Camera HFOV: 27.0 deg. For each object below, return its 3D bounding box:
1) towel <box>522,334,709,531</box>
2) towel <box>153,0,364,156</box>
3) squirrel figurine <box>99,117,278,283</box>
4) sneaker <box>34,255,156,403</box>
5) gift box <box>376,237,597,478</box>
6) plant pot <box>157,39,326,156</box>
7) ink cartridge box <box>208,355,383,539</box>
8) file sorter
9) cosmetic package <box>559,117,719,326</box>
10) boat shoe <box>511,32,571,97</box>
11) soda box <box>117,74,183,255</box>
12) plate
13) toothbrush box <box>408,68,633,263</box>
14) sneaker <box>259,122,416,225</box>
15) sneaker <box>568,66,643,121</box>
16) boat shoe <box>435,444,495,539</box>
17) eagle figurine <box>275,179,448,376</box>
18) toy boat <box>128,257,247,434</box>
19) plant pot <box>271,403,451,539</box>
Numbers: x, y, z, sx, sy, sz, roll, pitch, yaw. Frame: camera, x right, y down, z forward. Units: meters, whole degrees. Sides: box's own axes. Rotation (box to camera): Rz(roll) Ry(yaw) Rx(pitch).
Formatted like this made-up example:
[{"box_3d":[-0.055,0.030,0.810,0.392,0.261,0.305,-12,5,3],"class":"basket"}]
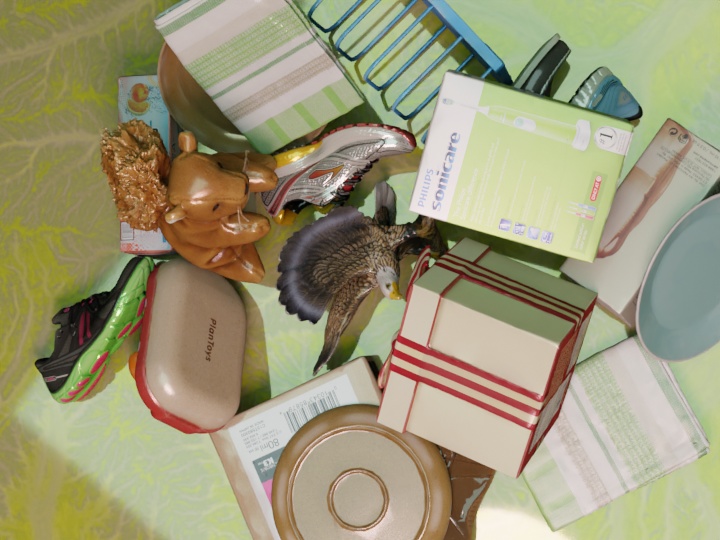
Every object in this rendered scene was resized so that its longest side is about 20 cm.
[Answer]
[{"box_3d":[0.263,0.176,1.646,0.198,0.031,0.150,-29,82,8],"class":"towel"},{"box_3d":[-0.106,-0.225,1.596,0.148,0.031,0.200,-24,124,25],"class":"towel"},{"box_3d":[-0.187,-0.080,1.573,0.197,0.187,0.143,13,86,6],"class":"squirrel figurine"},{"box_3d":[-0.304,0.059,1.699,0.084,0.077,0.201,41,101,12],"class":"sneaker"},{"box_3d":[0.125,0.085,1.568,0.185,0.200,0.187,22,111,15],"class":"gift box"},{"box_3d":[-0.122,-0.212,1.641,0.197,0.028,0.202,3,130,3],"class":"plant pot"},{"box_3d":[-0.047,0.209,1.666,0.198,0.075,0.166,-26,83,5],"class":"ink cartridge box"},{"box_3d":[0.054,-0.246,1.644,0.123,0.139,0.200,-43,83,6],"class":"file sorter"},{"box_3d":[0.311,-0.050,1.613,0.087,0.103,0.201,36,91,19],"class":"cosmetic package"},{"box_3d":[0.177,-0.166,1.659,0.060,0.072,0.202,35,99,4],"class":"boat shoe"},{"box_3d":[-0.237,-0.118,1.709,0.063,0.068,0.203,-1,88,7],"class":"soda box"},{"box_3d":[0.359,0.004,1.585,0.201,0.200,0.026,-55,45,2],"class":"plate"},{"box_3d":[0.162,-0.108,1.530,0.197,0.086,0.147,15,100,2],"class":"toothbrush box"},{"box_3d":[-0.023,-0.107,1.665,0.198,0.078,0.083,-21,78,27],"class":"sneaker"},{"box_3d":[0.238,-0.121,1.644,0.090,0.078,0.201,35,94,2],"class":"sneaker"},{"box_3d":[0.101,0.248,1.650,0.072,0.063,0.203,15,88,-3],"class":"boat shoe"},{"box_3d":[0.001,0.002,1.630,0.198,0.151,0.153,-28,95,-2],"class":"eagle figurine"},{"box_3d":[-0.207,0.089,1.659,0.130,0.130,0.202,-24,49,36],"class":"toy boat"},{"box_3d":[-0.001,0.245,1.608,0.197,0.027,0.203,0,87,6],"class":"plant pot"}]
